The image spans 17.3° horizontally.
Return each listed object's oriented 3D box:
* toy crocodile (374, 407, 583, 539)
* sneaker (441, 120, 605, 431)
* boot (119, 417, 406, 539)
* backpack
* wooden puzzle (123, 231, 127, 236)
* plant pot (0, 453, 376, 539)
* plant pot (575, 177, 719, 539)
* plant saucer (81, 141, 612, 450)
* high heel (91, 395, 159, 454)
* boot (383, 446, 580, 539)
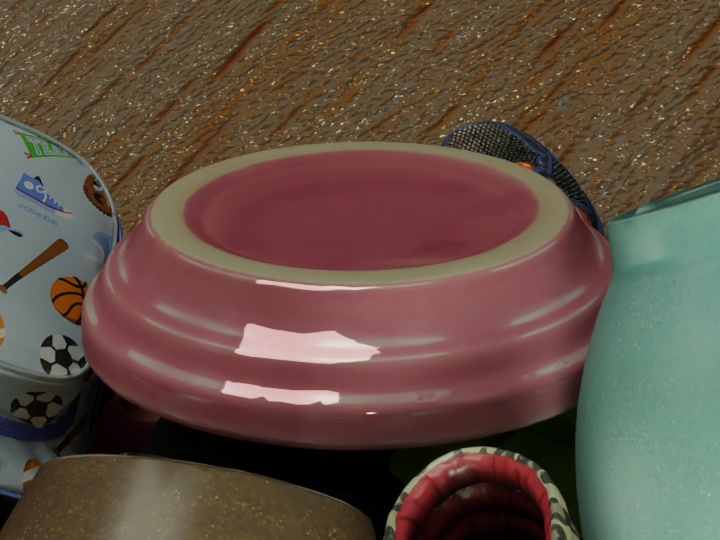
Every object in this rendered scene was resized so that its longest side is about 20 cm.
[{"bbox_3d":[0.039,0.079,0.892,0.199,0.062,0.067,16,45,39],"label":"toy crocodile"},{"bbox_3d":[0.067,-0.017,0.998,0.075,0.079,0.200,-20,31,1],"label":"sneaker"},{"bbox_3d":[-0.041,0.089,0.790,0.198,0.162,0.074,32,97,34],"label":"boot"},{"bbox_3d":[-0.180,0.015,0.938,0.154,0.199,0.191,-55,19,31],"label":"backpack"},{"bbox_3d":[-0.210,0.010,1.110,0.199,0.037,0.185,34,55,18],"label":"wooden puzzle"},{"bbox_3d":[-0.057,0.156,0.614,0.186,0.187,0.202,-1,70,30],"label":"plant pot"},{"bbox_3d":[0.152,0.028,0.743,0.199,0.135,0.200,-18,1,0],"label":"plant pot"},{"bbox_3d":[0.000,0.000,0.837,0.199,0.051,0.201,0,21,0],"label":"plant saucer"},{"bbox_3d":[-0.059,0.027,0.988,0.198,0.097,0.068,-17,31,7],"label":"high heel"},{"bbox_3d":[0.047,0.162,0.651,0.073,0.155,0.204,-14,31,11],"label":"boot"}]
